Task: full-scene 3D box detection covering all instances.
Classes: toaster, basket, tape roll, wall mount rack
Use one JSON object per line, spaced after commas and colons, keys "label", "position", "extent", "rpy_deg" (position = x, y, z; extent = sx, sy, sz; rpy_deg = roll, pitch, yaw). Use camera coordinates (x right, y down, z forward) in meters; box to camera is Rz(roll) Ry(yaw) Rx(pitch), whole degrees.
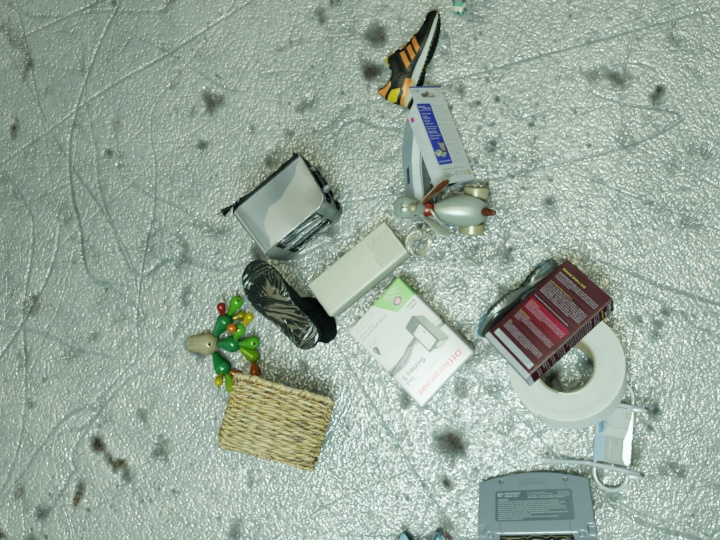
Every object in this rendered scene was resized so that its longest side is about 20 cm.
{"label": "toaster", "position": [-0.142, -0.116, 1.221], "extent": [0.199, 0.181, 0.119], "rpy_deg": [-38, 80, 6]}
{"label": "basket", "position": [-0.158, 0.271, 1.202], "extent": [0.197, 0.143, 0.151], "rpy_deg": [15, 95, -5]}
{"label": "tape roll", "position": [0.366, 0.175, 1.109], "extent": [0.200, 0.071, 0.205], "rpy_deg": [-11, 62, 21]}
{"label": "wall mount rack", "position": [0.422, 0.294, 1.125], "extent": [0.172, 0.074, 0.203], "rpy_deg": [3, 85, 31]}

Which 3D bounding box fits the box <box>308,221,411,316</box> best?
{"label": "box", "position": [0.000, 0.000, 1.239], "extent": [0.199, 0.068, 0.083], "rpy_deg": [-38, 79, 7]}

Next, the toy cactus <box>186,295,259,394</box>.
{"label": "toy cactus", "position": [-0.286, 0.156, 1.282], "extent": [0.163, 0.102, 0.203], "rpy_deg": [-2, 95, 22]}

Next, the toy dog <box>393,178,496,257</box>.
{"label": "toy dog", "position": [0.171, -0.108, 1.162], "extent": [0.198, 0.096, 0.133], "rpy_deg": [-22, 104, -18]}

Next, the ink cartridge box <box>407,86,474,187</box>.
{"label": "ink cartridge box", "position": [0.150, -0.260, 1.214], "extent": [0.037, 0.094, 0.202], "rpy_deg": [-24, 83, 50]}

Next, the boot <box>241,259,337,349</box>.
{"label": "boot", "position": [-0.133, 0.067, 1.209], "extent": [0.076, 0.168, 0.200], "rpy_deg": [-43, 83, 5]}

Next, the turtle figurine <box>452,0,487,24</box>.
{"label": "turtle figurine", "position": [0.225, -0.596, 1.231], "extent": [0.149, 0.101, 0.201], "rpy_deg": [-37, 74, 7]}

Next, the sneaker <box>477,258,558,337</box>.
{"label": "sneaker", "position": [0.306, 0.068, 1.167], "extent": [0.200, 0.073, 0.082], "rpy_deg": [-41, 80, 7]}

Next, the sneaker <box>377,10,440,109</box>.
{"label": "sneaker", "position": [0.096, -0.432, 1.253], "extent": [0.089, 0.070, 0.202], "rpy_deg": [19, 91, 9]}

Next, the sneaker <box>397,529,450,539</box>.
{"label": "sneaker", "position": [0.081, 0.547, 1.182], "extent": [0.197, 0.079, 0.097], "rpy_deg": [-17, 73, 2]}

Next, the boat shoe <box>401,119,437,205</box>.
{"label": "boat shoe", "position": [0.125, -0.205, 1.234], "extent": [0.065, 0.070, 0.203], "rpy_deg": [3, 73, -17]}

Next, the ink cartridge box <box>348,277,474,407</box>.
{"label": "ink cartridge box", "position": [0.100, 0.136, 1.198], "extent": [0.200, 0.084, 0.146], "rpy_deg": [44, 95, 12]}

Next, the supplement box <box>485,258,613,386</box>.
{"label": "supplement box", "position": [0.329, 0.091, 1.089], "extent": [0.200, 0.061, 0.109], "rpy_deg": [-42, 57, 2]}

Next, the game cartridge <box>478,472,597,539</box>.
{"label": "game cartridge", "position": [0.310, 0.420, 1.108], "extent": [0.197, 0.134, 0.041], "rpy_deg": [-8, 122, 18]}
